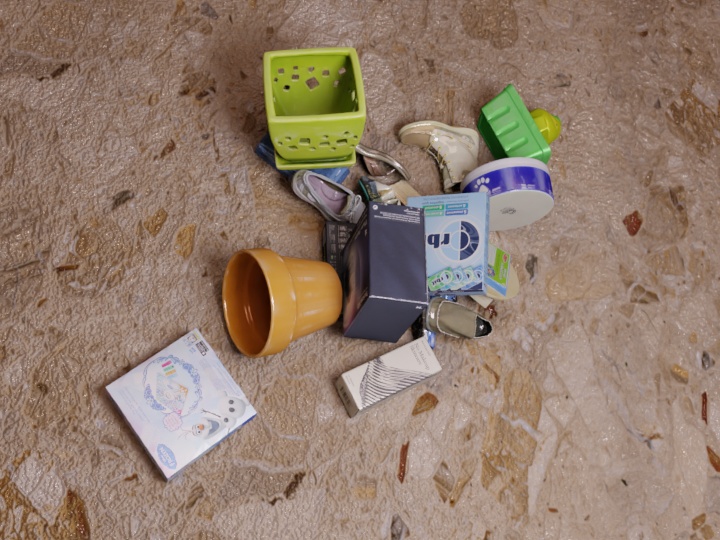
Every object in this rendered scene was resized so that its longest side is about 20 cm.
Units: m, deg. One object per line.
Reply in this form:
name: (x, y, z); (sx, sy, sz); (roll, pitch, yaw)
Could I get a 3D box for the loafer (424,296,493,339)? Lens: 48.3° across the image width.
loafer: (0.203, 0.098, 1.626); (0.198, 0.069, 0.077); (14, 83, -48)

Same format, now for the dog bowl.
dog bowl: (0.321, -0.164, 1.765); (0.197, 0.200, 0.080); (0, 67, -16)

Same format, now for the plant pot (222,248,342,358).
plant pot: (-0.140, 0.054, 1.541); (0.181, 0.200, 0.203); (-6, 66, -36)

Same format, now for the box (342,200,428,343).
box: (0.043, 0.007, 1.540); (0.121, 0.200, 0.201); (6, 63, -14)

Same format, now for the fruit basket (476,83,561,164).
fruit basket: (0.401, -0.334, 1.910); (0.212, 0.156, 0.219); (0, 72, 1)

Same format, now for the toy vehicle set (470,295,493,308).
toy vehicle set: (0.213, -0.014, 1.725); (0.199, 0.027, 0.124); (40, 29, 3)

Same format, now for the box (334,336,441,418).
box: (0.055, 0.209, 1.583); (0.198, 0.069, 0.083); (-23, 74, -24)

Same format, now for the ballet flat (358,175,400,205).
ballet flat: (0.050, -0.142, 1.711); (0.073, 0.075, 0.201); (-3, 43, -17)

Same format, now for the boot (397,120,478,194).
boot: (0.185, -0.256, 1.843); (0.196, 0.072, 0.157); (5, 67, -15)

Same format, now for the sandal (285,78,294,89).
sandal: (-0.116, -0.340, 1.798); (0.201, 0.045, 0.075); (57, 31, -1)

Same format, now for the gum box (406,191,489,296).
gum box: (0.173, -0.052, 1.620); (0.167, 0.045, 0.204); (-2, 73, 22)

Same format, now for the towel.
towel: (-0.125, -0.244, 1.754); (0.199, 0.049, 0.112); (35, 60, 2)

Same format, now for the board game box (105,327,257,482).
board game box: (-0.326, 0.242, 1.468); (0.198, 0.043, 0.201); (-33, 79, -27)

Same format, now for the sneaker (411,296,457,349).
sneaker: (0.161, 0.073, 1.675); (0.088, 0.079, 0.203); (14, 62, -7)

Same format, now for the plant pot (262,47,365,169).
plant pot: (-0.097, -0.319, 1.650); (0.196, 0.183, 0.202); (-3, 57, -6)

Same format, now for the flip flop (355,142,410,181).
flip flop: (0.021, -0.244, 1.789); (0.198, 0.081, 0.058); (23, 96, -15)

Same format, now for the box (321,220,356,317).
box: (0.000, 0.000, 1.676); (0.155, 0.051, 0.203); (4, 64, -15)

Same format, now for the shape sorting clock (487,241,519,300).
shape sorting clock: (0.254, -0.015, 1.701); (0.197, 0.039, 0.201); (22, 35, -17)

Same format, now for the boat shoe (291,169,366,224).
boat shoe: (-0.053, -0.147, 1.690); (0.201, 0.064, 0.075); (34, 76, -28)

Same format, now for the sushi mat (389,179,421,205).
sushi mat: (0.149, -0.127, 1.775); (0.199, 0.012, 0.096); (41, 28, 7)
